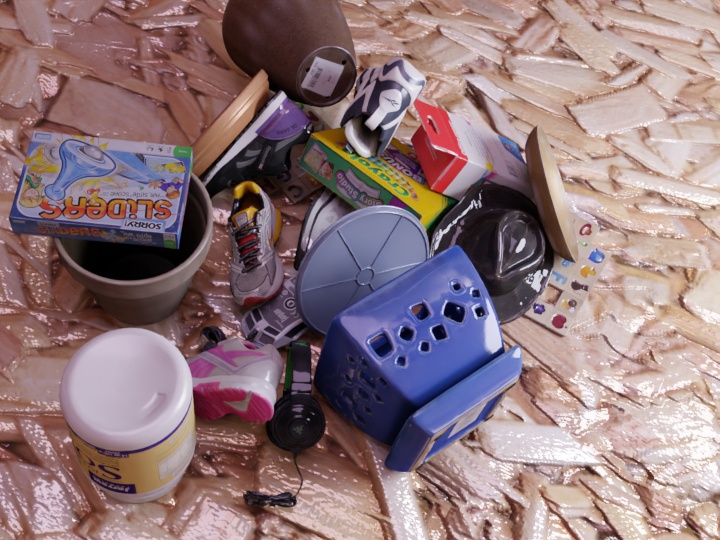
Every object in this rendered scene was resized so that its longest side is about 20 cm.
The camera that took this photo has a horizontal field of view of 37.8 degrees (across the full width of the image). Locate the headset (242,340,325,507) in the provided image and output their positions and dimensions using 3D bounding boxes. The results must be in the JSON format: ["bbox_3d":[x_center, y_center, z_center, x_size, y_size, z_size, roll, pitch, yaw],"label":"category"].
[{"bbox_3d":[-0.093,0.186,1.284,0.093,0.124,0.201,3,79,-8],"label":"headset"}]

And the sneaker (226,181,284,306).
[{"bbox_3d":[-0.152,-0.036,1.422,0.077,0.082,0.201,-17,48,10],"label":"sneaker"}]

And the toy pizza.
[{"bbox_3d":[0.000,0.000,1.374,0.199,0.201,0.032,-22,41,-19],"label":"toy pizza"}]

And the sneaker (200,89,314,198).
[{"bbox_3d":[-0.147,-0.153,1.477,0.088,0.200,0.076,42,27,-12],"label":"sneaker"}]

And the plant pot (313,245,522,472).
[{"bbox_3d":[0.077,0.121,1.300,0.199,0.200,0.180,-29,70,-23],"label":"plant pot"}]

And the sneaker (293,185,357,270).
[{"bbox_3d":[-0.015,-0.059,1.460,0.115,0.076,0.201,20,43,5],"label":"sneaker"}]

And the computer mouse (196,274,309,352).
[{"bbox_3d":[-0.115,0.076,1.396,0.200,0.044,0.110,-35,60,-20],"label":"computer mouse"}]

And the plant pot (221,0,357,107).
[{"bbox_3d":[-0.086,-0.324,1.538,0.186,0.188,0.200,-16,40,-16],"label":"plant pot"}]

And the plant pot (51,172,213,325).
[{"bbox_3d":[-0.287,-0.020,1.359,0.199,0.174,0.201,3,56,-4],"label":"plant pot"}]

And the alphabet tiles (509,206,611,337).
[{"bbox_3d":[0.262,-0.017,1.521,0.167,0.008,0.200,29,58,13],"label":"alphabet tiles"}]

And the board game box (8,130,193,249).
[{"bbox_3d":[-0.312,-0.099,1.283,0.199,0.035,0.136,5,57,-4],"label":"board game box"}]

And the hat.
[{"bbox_3d":[0.196,-0.022,1.420,0.199,0.081,0.202,1,87,-22],"label":"hat"}]

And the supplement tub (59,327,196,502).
[{"bbox_3d":[-0.264,0.174,1.219,0.144,0.200,0.146,3,56,-4],"label":"supplement tub"}]

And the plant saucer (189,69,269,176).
[{"bbox_3d":[-0.194,-0.199,1.488,0.037,0.200,0.200,43,59,-12],"label":"plant saucer"}]

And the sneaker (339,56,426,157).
[{"bbox_3d":[0.009,-0.213,1.468,0.079,0.199,0.130,41,76,-17],"label":"sneaker"}]

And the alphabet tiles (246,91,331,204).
[{"bbox_3d":[-0.120,-0.190,1.589,0.166,0.006,0.200,-32,65,-24],"label":"alphabet tiles"}]

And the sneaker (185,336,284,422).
[{"bbox_3d":[-0.166,0.130,1.297,0.199,0.082,0.088,2,48,38],"label":"sneaker"}]

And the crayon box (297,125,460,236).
[{"bbox_3d":[0.038,-0.129,1.488,0.200,0.058,0.172,37,27,16],"label":"crayon box"}]

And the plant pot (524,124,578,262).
[{"bbox_3d":[0.266,-0.104,1.473,0.027,0.200,0.201,-16,56,16],"label":"plant pot"}]

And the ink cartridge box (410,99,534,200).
[{"bbox_3d":[0.148,-0.156,1.496,0.199,0.067,0.117,19,36,-31],"label":"ink cartridge box"}]
